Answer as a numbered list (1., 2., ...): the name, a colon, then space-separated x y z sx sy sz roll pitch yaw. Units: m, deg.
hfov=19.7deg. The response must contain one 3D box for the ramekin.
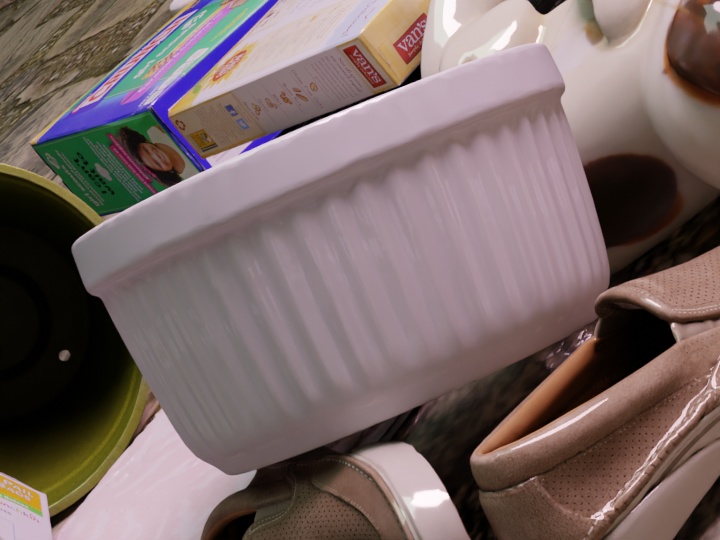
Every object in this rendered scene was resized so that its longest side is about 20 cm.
1. ramekin: 0.000 0.000 0.795 0.200 0.105 0.200 -23 0 0

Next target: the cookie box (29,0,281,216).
1. cookie box: -0.104 -0.120 1.367 0.171 0.075 0.200 -46 18 -25

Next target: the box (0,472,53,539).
1. box: -0.202 0.155 0.906 0.113 0.101 0.200 -61 16 7

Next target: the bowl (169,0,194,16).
1. bowl: -0.082 -0.181 1.577 0.200 0.108 0.200 -33 18 12

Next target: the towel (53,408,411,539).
1. towel: -0.056 0.087 0.971 0.191 0.032 0.200 -13 30 51

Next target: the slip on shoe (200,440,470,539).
1. slip on shoe: -0.011 0.102 0.760 0.061 0.076 0.200 -27 11 -16

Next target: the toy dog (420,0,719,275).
1. toy dog: 0.123 -0.074 0.865 0.200 0.140 0.194 -15 39 50

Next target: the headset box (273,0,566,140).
1. headset box: 0.058 -0.085 1.082 0.200 0.093 0.174 -14 29 52

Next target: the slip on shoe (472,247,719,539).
1. slip on shoe: 0.112 0.026 0.725 0.200 0.061 0.076 -45 18 -22

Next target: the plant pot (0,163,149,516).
1. plant pot: -0.218 0.036 1.188 0.200 0.200 0.193 -38 6 -2

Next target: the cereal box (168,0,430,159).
1. cereal box: -0.004 -0.133 1.107 0.144 0.040 0.200 -48 19 -29
